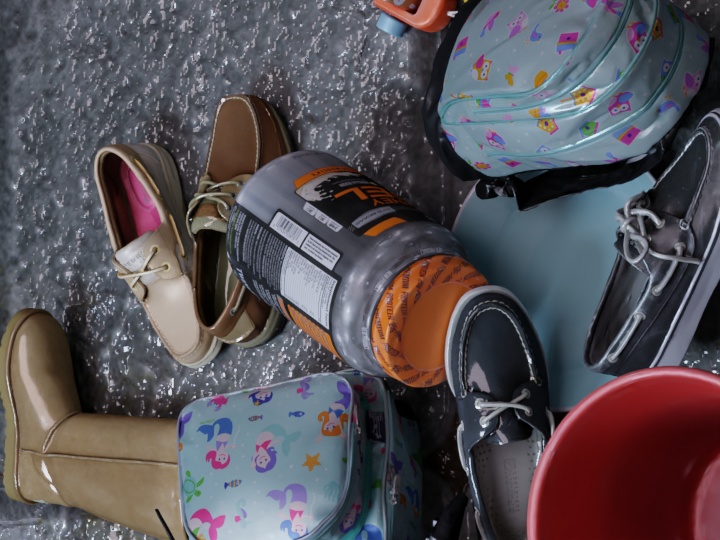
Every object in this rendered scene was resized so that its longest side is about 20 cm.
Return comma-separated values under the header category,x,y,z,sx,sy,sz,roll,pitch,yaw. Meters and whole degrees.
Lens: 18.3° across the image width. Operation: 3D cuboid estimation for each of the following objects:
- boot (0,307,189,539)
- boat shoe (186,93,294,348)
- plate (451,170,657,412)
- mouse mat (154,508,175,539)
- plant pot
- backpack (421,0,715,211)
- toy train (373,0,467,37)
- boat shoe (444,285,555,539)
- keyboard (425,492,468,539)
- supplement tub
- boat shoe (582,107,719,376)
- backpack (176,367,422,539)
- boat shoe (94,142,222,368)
category,x,y,z,sx,sy,sz,roll,pitch,yaw
boot,-0.204,0.124,1.835,0.200,0.066,0.176,5,100,37
boat shoe,-0.097,-0.040,1.764,0.076,0.074,0.201,-7,81,35
plate,0.148,0.002,1.611,0.200,0.026,0.201,-4,83,37
mouse mat,-0.103,0.286,1.699,0.008,0.161,0.200,-25,66,-7
plant pot,0.236,0.163,1.435,0.200,0.177,0.201,-5,82,36
backpack,0.139,-0.135,1.528,0.200,0.126,0.167,2,68,54
toy train,0.082,-0.250,1.666,0.150,0.056,0.200,39,108,32
boat shoe,0.104,0.111,1.569,0.075,0.060,0.201,-12,106,-1
keyboard,0.031,0.259,1.594,0.040,0.104,0.201,14,110,10
supplement tub,0.000,0.000,1.639,0.200,0.122,0.123,35,106,45
boat shoe,0.199,-0.018,1.492,0.074,0.068,0.200,-116,40,-54
backpack,-0.045,0.177,1.629,0.177,0.151,0.201,-12,67,19
boat shoe,-0.171,-0.014,1.818,0.074,0.069,0.200,-33,67,29
